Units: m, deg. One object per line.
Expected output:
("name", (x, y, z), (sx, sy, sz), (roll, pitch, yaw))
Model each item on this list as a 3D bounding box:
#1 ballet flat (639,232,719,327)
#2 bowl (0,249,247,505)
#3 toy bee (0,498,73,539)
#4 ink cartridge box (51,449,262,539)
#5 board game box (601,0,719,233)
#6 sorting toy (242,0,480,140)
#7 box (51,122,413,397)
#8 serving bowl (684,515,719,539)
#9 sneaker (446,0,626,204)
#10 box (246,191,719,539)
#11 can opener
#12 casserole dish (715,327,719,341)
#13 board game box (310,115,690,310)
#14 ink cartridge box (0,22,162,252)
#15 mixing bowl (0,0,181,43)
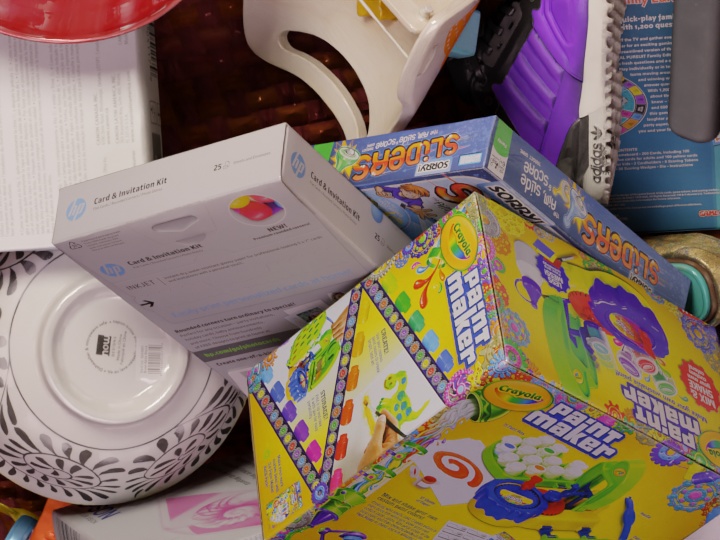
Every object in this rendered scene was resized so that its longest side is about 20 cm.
("ballet flat", (0.148, 0.009, 1.680), (0.199, 0.071, 0.071), (-3, 127, 39))
("bowl", (-0.153, 0.046, 1.658), (0.200, 0.094, 0.202), (0, 92, -11))
("toy bee", (-0.208, 0.192, 1.822), (0.200, 0.109, 0.131), (-44, 89, 8))
("ink cartridge box", (-0.069, 0.152, 1.693), (0.199, 0.196, 0.043), (-18, 101, -20))
("board game box", (0.172, -0.118, 1.614), (0.150, 0.047, 0.201), (-3, 122, 6))
("sorting toy", (-0.006, -0.152, 1.558), (0.107, 0.200, 0.180), (-19, 148, -36))
("box", (-0.054, 0.000, 1.559), (0.155, 0.041, 0.200), (-14, 146, 29))
("serving bowl", (0.266, 0.144, 1.692), (0.066, 0.200, 0.201), (28, 132, 36))
("sneaker", (0.096, -0.129, 1.545), (0.099, 0.070, 0.201), (6, 120, 12))
("box", (0.076, 0.090, 1.537), (0.200, 0.122, 0.192), (28, 128, -35))
("can opener", (0.182, -0.171, 1.532), (0.067, 0.053, 0.201), (21, 129, 30))
("casserole dish", (0.139, 0.064, 1.698), (0.199, 0.121, 0.039), (-12, 104, 12))
("board game box", (0.078, -0.019, 1.570), (0.135, 0.035, 0.200), (-8, 148, 40))
("ink cartridge box", (-0.218, -0.091, 1.614), (0.199, 0.057, 0.163), (-4, 89, 11))
("mixing bowl", (-0.164, -0.239, 1.523), (0.199, 0.109, 0.201), (2, 124, 3))
